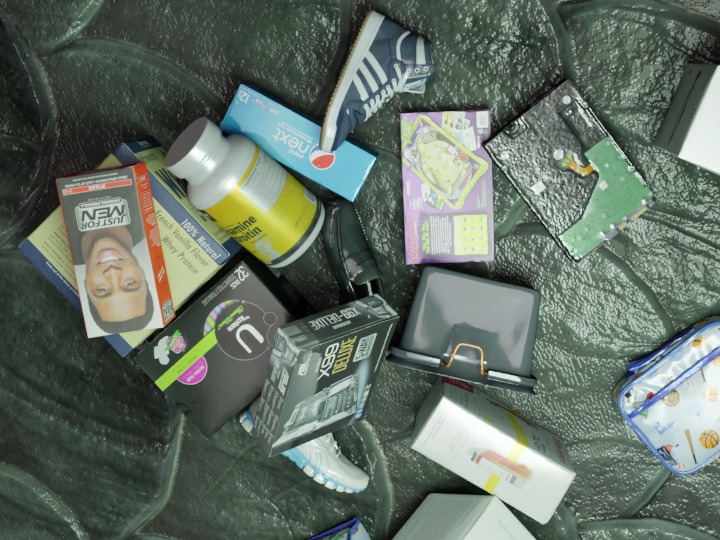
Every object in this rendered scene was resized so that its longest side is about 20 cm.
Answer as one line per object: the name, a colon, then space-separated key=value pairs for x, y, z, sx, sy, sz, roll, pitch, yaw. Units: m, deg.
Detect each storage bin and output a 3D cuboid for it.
storage bin: x=0.143 y=0.073 z=1.523 sx=0.199 sy=0.146 sz=0.135 roll=12 pitch=91 yaw=3

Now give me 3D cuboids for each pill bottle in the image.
pill bottle: x=-0.149 y=-0.101 z=1.491 sx=0.112 sy=0.112 sz=0.200 roll=-44 pitch=118 yaw=11

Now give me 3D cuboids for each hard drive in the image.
hard drive: x=0.269 y=-0.126 z=1.507 sx=0.140 sy=0.038 sz=0.200 roll=-39 pitch=98 yaw=5

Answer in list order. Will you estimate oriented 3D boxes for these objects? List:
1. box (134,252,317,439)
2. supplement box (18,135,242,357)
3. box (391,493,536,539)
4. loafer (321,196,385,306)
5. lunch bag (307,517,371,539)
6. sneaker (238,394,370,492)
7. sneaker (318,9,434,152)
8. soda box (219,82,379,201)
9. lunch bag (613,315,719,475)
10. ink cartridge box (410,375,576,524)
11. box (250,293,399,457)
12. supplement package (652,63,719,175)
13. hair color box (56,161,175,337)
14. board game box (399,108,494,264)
box: x=-0.170 y=0.094 z=1.556 sx=0.200 sy=0.124 sz=0.149 roll=-42 pitch=94 yaw=10
supplement box: x=-0.293 y=-0.036 z=1.538 sx=0.200 sy=0.134 sz=0.200 roll=-43 pitch=94 yaw=11
box: x=0.135 y=0.425 z=1.515 sx=0.199 sy=0.171 sz=0.200 roll=48 pitch=65 yaw=-12
loafer: x=0.000 y=0.000 z=1.543 sx=0.070 sy=0.068 sz=0.201 roll=1 pitch=108 yaw=45
lunch bag: x=-0.057 y=0.467 z=1.617 sx=0.200 sy=0.124 sz=0.170 roll=-25 pitch=97 yaw=20
sneaker: x=-0.064 y=0.227 z=1.598 sx=0.200 sy=0.075 sz=0.087 roll=34 pitch=96 yaw=-2
sneaker: x=0.025 y=-0.226 z=1.480 sx=0.108 sy=0.070 sz=0.200 roll=23 pitch=74 yaw=-3
soda box: x=-0.079 y=-0.169 z=1.529 sx=0.200 sy=0.064 sz=0.068 roll=29 pitch=101 yaw=0
lunch bag: x=0.437 y=0.163 z=1.537 sx=0.200 sy=0.076 sz=0.160 roll=-39 pitch=93 yaw=10
ink cartridge box: x=0.173 y=0.228 z=1.538 sx=0.200 sy=0.145 sz=0.084 roll=31 pitch=100 yaw=-1
box: x=-0.048 y=0.134 z=1.495 sx=0.050 sy=0.157 sz=0.200 roll=47 pitch=136 yaw=31
supplement package: x=0.440 y=-0.176 z=1.409 sx=0.117 sy=0.200 sz=0.117 roll=22 pitch=101 yaw=1
hair color box: x=-0.300 y=-0.026 z=1.440 sx=0.101 sy=0.061 sz=0.201 roll=-9 pitch=100 yaw=6
board game box: x=0.115 y=-0.110 z=1.540 sx=0.120 sy=0.032 sz=0.201 roll=-2 pitch=99 yaw=2
